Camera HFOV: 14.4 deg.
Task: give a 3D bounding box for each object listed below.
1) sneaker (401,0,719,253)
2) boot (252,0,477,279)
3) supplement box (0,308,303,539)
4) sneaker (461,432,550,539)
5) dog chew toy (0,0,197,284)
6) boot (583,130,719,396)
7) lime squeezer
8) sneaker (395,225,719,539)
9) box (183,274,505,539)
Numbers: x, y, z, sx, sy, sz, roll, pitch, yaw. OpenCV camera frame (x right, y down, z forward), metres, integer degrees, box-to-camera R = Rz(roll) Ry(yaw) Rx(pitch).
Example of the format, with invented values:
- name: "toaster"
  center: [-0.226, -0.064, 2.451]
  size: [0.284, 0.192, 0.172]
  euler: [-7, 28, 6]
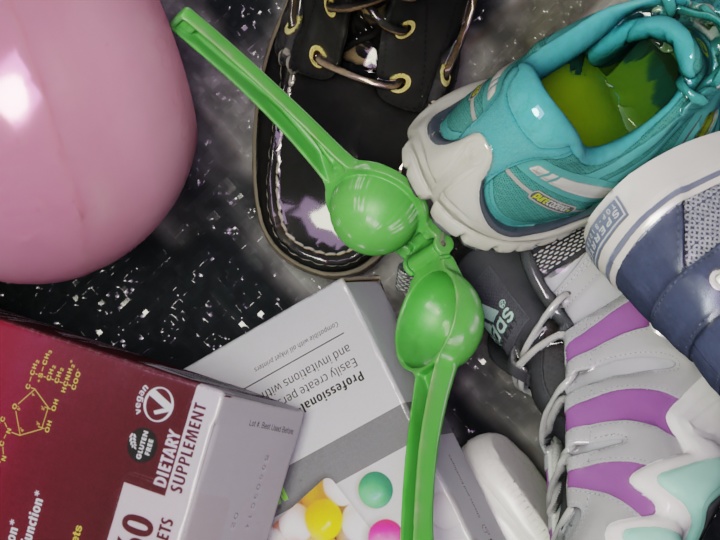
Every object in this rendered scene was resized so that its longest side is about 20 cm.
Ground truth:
- name: "sneaker"
  center: [0.106, -0.062, 0.972]
  size: [0.200, 0.080, 0.078]
  euler: [-26, 79, -39]
- name: "boot"
  center: [0.007, -0.098, 0.976]
  size: [0.073, 0.151, 0.201]
  euler: [20, 89, 3]
- name: "supplement box"
  center: [-0.129, 0.068, 0.979]
  size: [0.199, 0.061, 0.109]
  euler: [16, 89, 29]
- name: "sneaker"
  center: [0.069, 0.162, 1.010]
  size: [0.088, 0.075, 0.200]
  euler: [-35, 80, 12]
- name: "dog chew toy"
  center: [-0.158, -0.041, 0.943]
  size: [0.199, 0.125, 0.125]
  euler: [-19, 87, -10]
- name: "boot"
  center: [0.177, -0.017, 0.972]
  size: [0.200, 0.073, 0.090]
  euler: [-26, 64, -24]
- name: "lime squeezer"
  center: [0.000, 0.000, 0.949]
  size: [0.070, 0.038, 0.201]
  euler: [-18, 80, -26]
- name: "sneaker"
  center: [0.067, 0.040, 0.981]
  size: [0.140, 0.078, 0.200]
  euler: [29, 47, 10]
- name: "box"
  center: [-0.019, 0.126, 0.989]
  size: [0.156, 0.041, 0.201]
  euler: [-29, 81, 20]
